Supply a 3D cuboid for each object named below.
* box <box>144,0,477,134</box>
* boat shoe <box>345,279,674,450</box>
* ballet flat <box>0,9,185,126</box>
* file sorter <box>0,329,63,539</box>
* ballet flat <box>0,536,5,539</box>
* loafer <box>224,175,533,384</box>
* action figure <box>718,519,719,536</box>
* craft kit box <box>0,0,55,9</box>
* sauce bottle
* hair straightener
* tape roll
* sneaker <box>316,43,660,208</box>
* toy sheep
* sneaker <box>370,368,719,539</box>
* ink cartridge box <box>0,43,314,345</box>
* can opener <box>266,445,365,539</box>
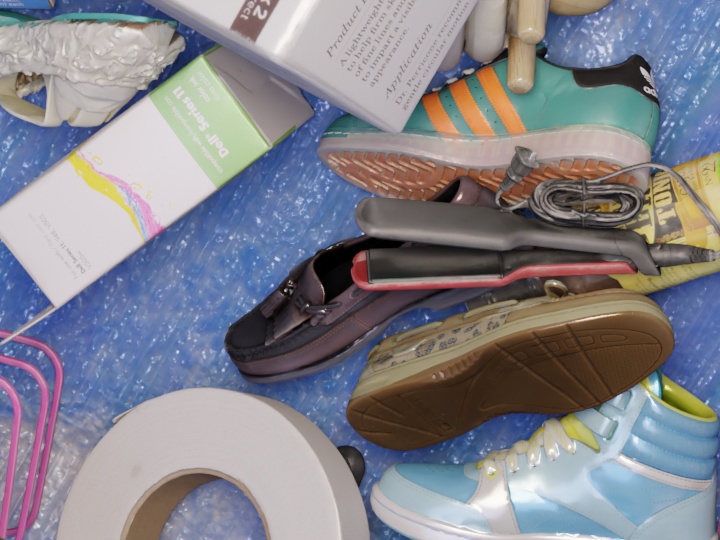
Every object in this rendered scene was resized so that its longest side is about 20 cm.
[{"bbox_3d":[-0.031,-0.206,1.327,0.200,0.131,0.199,31,91,31],"label":"box"},{"bbox_3d":[0.080,0.042,1.461,0.200,0.063,0.073,-16,132,28],"label":"boat shoe"},{"bbox_3d":[-0.160,-0.111,1.470,0.200,0.072,0.072,9,110,55],"label":"ballet flat"},{"bbox_3d":[-0.259,0.113,1.520,0.125,0.200,0.139,14,105,7],"label":"file sorter"},{"bbox_3d":[-0.249,0.145,1.388,0.200,0.072,0.068,37,103,-3],"label":"ballet flat"},{"bbox_3d":[0.000,0.000,1.486,0.200,0.072,0.063,-24,128,26],"label":"loafer"},{"bbox_3d":[0.244,0.093,1.470,0.052,0.065,0.200,26,105,13],"label":"action figure"},{"bbox_3d":[-0.284,-0.223,1.468,0.200,0.198,0.049,3,60,12],"label":"craft kit box"},{"bbox_3d":[0.151,-0.016,1.464,0.200,0.065,0.065,-20,97,21],"label":"sauce bottle"},{"bbox_3d":[0.095,-0.026,1.398,0.200,0.041,0.077,2,124,2],"label":"hair straightener"},{"bbox_3d":[-0.088,0.168,1.531,0.203,0.037,0.203,-6,78,30],"label":"tape roll"},{"bbox_3d":[0.074,-0.082,1.474,0.200,0.071,0.080,2,62,26],"label":"sneaker"},{"bbox_3d":[0.041,-0.168,1.423,0.200,0.138,0.138,7,104,-2],"label":"toy sheep"},{"bbox_3d":[0.110,0.098,1.496,0.200,0.080,0.131,7,106,1],"label":"sneaker"},{"bbox_3d":[-0.132,-0.048,1.496,0.200,0.117,0.067,-36,94,17],"label":"ink cartridge box"},{"bbox_3d":[-0.055,0.190,1.560,0.079,0.063,0.200,32,108,5],"label":"can opener"}]
